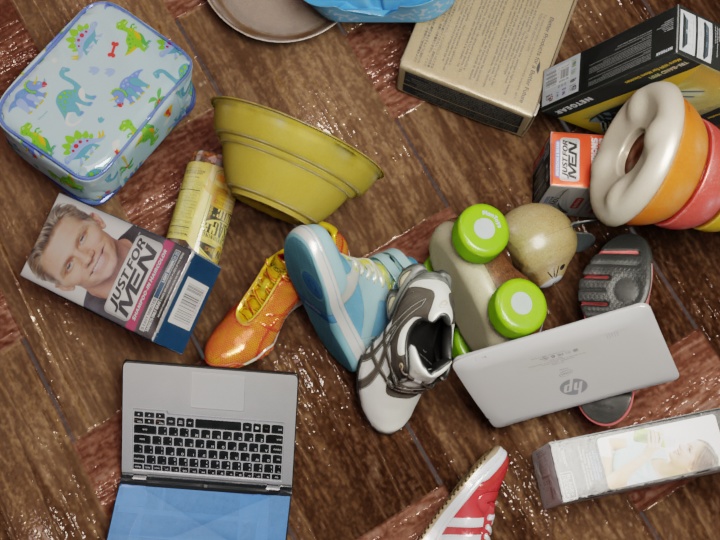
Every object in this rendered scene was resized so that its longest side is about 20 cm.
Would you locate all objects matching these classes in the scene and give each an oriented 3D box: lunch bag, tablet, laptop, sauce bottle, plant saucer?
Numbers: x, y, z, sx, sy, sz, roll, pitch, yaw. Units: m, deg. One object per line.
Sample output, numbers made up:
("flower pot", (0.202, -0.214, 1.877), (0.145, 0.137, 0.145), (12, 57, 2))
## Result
("lunch bag", (-0.289, -0.188, 1.167), (0.159, 0.083, 0.201), (32, 69, 7))
("tablet", (0.202, 0.098, 1.039), (0.197, 0.131, 0.014), (-18, 45, 20))
("laptop", (-0.162, 0.210, 1.068), (0.183, 0.116, 0.204), (4, 104, 0))
("sauce bottle", (-0.181, -0.028, 1.155), (0.065, 0.066, 0.204), (13, 80, 2))
("plant saucer", (-0.091, -0.357, 1.246), (0.196, 0.032, 0.204), (0, 77, 0))

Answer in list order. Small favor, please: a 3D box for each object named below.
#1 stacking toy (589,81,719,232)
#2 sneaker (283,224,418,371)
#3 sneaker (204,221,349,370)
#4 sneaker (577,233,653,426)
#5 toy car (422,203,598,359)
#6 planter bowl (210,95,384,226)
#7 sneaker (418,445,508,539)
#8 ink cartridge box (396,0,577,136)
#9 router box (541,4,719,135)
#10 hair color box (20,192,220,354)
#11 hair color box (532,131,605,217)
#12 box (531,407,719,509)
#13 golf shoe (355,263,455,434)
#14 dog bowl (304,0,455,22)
("stacking toy", (0.339, -0.083, 1.042), (0.197, 0.146, 0.148), (22, 77, -12))
("sneaker", (0.000, 0.000, 1.100), (0.130, 0.201, 0.079), (-38, 50, -17))
("sneaker", (-0.097, 0.023, 1.130), (0.073, 0.078, 0.200), (33, 72, 36))
("sneaker", (0.269, 0.063, 1.128), (0.073, 0.087, 0.204), (8, 84, 23))
("toy car", (0.183, -0.005, 1.114), (0.197, 0.164, 0.160), (-22, 78, -18))
("planter bowl", (-0.080, -0.100, 1.107), (0.197, 0.200, 0.085), (22, 86, 4))
("sneaker", (0.119, 0.288, 1.082), (0.112, 0.071, 0.201), (35, 87, 11))
("ink cartridge box", (0.149, -0.278, 1.208), (0.162, 0.075, 0.203), (22, 77, 3))
("router box", (0.310, -0.193, 1.102), (0.155, 0.199, 0.053), (14, 75, -27))
("hair color box", (-0.252, 0.001, 1.107), (0.198, 0.060, 0.101), (21, 82, 29))
("hair color box", (0.293, -0.098, 1.151), (0.196, 0.111, 0.065), (3, 78, -1))
("box", (0.284, 0.192, 1.084), (0.196, 0.117, 0.061), (-11, 75, -2))
("golf shoe", (0.046, 0.097, 1.071), (0.076, 0.095, 0.203), (4, 120, -15))
("dog bowl", (0.022, -0.328, 1.174), (0.196, 0.050, 0.113), (5, 73, 18))
